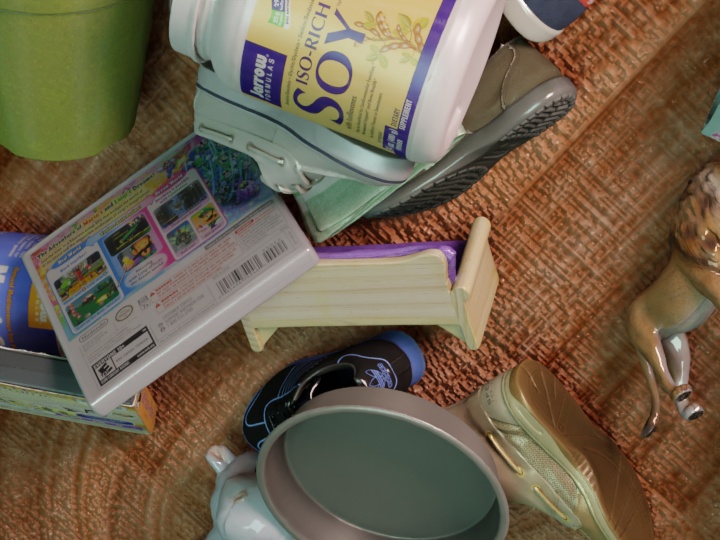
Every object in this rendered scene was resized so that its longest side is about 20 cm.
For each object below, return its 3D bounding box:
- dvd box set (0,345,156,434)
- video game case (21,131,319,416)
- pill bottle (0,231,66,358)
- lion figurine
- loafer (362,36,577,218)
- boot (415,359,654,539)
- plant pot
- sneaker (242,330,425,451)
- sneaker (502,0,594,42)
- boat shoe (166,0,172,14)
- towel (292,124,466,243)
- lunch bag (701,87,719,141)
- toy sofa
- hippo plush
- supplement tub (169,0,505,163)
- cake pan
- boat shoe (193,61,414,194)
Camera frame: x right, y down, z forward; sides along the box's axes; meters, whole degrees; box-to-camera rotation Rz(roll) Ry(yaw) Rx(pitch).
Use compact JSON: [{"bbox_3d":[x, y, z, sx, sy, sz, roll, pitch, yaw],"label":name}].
[{"bbox_3d":[-0.244,0.097,1.413,0.145,0.200,0.030,10,78,0],"label":"dvd box set"},{"bbox_3d":[-0.148,-0.009,1.322,0.200,0.182,0.024,-35,137,2],"label":"video game case"},{"bbox_3d":[-0.253,0.027,1.439,0.199,0.112,0.113,4,113,19],"label":"pill bottle"},{"bbox_3d":[0.238,0.021,1.275,0.200,0.072,0.123,-52,55,36],"label":"lion figurine"},{"bbox_3d":[0.070,-0.104,1.295,0.200,0.075,0.070,-33,75,28],"label":"loafer"},{"bbox_3d":[0.127,0.174,1.385,0.155,0.073,0.200,-26,114,35],"label":"boot"},{"bbox_3d":[-0.230,-0.192,1.311,0.199,0.200,0.191,14,128,14],"label":"plant pot"},{"bbox_3d":[-0.039,0.106,1.397,0.200,0.078,0.070,-32,89,40],"label":"sneaker"},{"bbox_3d":[0.097,-0.258,1.213,0.084,0.075,0.200,-35,106,30],"label":"sneaker"},{"bbox_3d":[-0.080,-0.259,1.269,0.072,0.072,0.200,40,121,-13],"label":"boat shoe"},{"bbox_3d":[-0.027,-0.142,1.296,0.152,0.023,0.201,-37,74,29],"label":"towel"},{"bbox_3d":[0.333,-0.133,1.151,0.170,0.122,0.201,23,129,5],"label":"lunch bag"},{"bbox_3d":[0.000,0.000,1.337,0.199,0.083,0.098,-2,130,22],"label":"toy sofa"},{"bbox_3d":[-0.080,0.241,1.466,0.159,0.200,0.162,24,93,-11],"label":"hippo plush"},{"bbox_3d":[-0.014,-0.171,1.181,0.199,0.145,0.146,21,118,6],"label":"supplement tub"},{"bbox_3d":[0.019,0.163,1.341,0.199,0.037,0.201,10,134,11],"label":"cake pan"},{"bbox_3d":[-0.046,-0.090,1.262,0.199,0.071,0.070,26,113,30],"label":"boat shoe"}]
